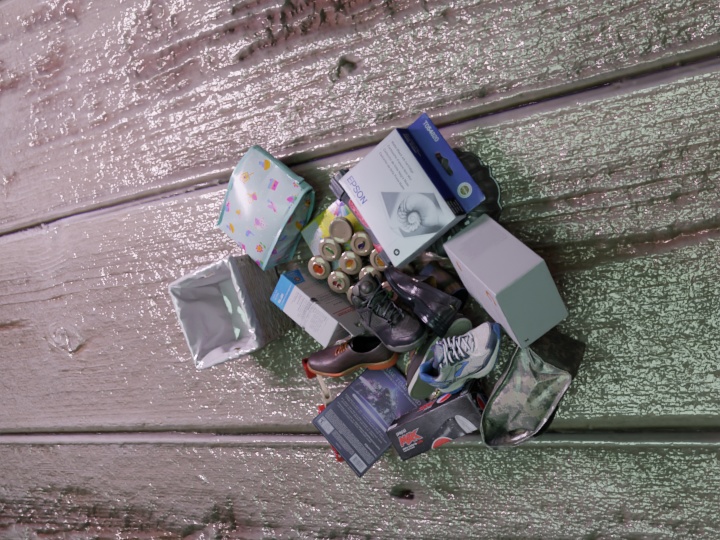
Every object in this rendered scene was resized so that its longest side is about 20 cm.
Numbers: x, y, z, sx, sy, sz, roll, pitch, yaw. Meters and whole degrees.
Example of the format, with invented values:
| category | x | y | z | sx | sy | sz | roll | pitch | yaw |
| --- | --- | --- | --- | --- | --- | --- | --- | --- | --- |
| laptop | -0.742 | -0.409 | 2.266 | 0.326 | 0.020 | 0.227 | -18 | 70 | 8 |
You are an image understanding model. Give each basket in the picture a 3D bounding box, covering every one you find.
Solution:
| category | x | y | z | sx | sy | sz | roll | pitch | yaw |
| --- | --- | --- | --- | --- | --- | --- | --- | --- | --- |
| basket | -0.274 | 0.082 | 1.524 | 0.195 | 0.160 | 0.205 | -21 | 88 | 31 |

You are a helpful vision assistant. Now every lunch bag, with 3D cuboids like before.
| category | x | y | z | sx | sy | sz | roll | pitch | yaw |
| --- | --- | --- | --- | --- | --- | --- | --- | --- | --- |
| lunch bag | -0.190 | -0.136 | 1.460 | 0.169 | 0.121 | 0.203 | 39 | 121 | 19 |
| lunch bag | 0.292 | 0.210 | 1.220 | 0.116 | 0.163 | 0.203 | 32 | 113 | 17 |

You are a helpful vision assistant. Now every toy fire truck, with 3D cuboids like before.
| category | x | y | z | sx | sy | sz | roll | pitch | yaw |
| --- | --- | --- | --- | --- | --- | --- | --- | --- | --- |
| toy fire truck | -0.065 | 0.279 | 1.455 | 0.048 | 0.201 | 0.144 | -18 | 119 | -10 |

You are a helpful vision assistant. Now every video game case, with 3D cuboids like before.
| category | x | y | z | sx | sy | sz | roll | pitch | yaw |
| --- | --- | --- | --- | --- | --- | --- | --- | --- | --- |
| video game case | 0.022 | 0.284 | 1.394 | 0.143 | 0.199 | 0.019 | 45 | 160 | 14 |

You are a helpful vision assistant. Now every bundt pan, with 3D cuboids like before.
| category | x | y | z | sx | sy | sz | roll | pitch | yaw |
| --- | --- | --- | --- | --- | --- | --- | --- | --- | --- |
| bundt pan | 0.156 | -0.119 | 1.290 | 0.197 | 0.075 | 0.208 | 5 | 101 | 28 |

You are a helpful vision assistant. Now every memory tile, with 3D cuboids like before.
| category | x | y | z | sx | sy | sz | roll | pitch | yaw |
| --- | --- | --- | --- | --- | --- | --- | --- | --- | --- |
| memory tile | 0.000 | 0.000 | 1.394 | 0.198 | 0.017 | 0.155 | 35 | 121 | 0 |

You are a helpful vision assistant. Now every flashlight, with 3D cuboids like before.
| category | x | y | z | sx | sy | sz | roll | pitch | yaw |
| --- | --- | --- | --- | --- | --- | --- | --- | --- | --- |
| flashlight | 0.017 | -0.103 | 1.325 | 0.067 | 0.068 | 0.202 | -41 | 79 | 22 |

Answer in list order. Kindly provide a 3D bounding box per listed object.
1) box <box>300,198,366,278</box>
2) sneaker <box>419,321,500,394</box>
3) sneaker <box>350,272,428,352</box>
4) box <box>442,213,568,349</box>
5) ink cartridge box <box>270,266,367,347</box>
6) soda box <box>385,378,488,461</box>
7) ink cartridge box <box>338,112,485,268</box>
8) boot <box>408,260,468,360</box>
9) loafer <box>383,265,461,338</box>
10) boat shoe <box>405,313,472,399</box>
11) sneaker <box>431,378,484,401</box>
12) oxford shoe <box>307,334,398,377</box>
| category | x | y | z | sx | sy | sz | roll | pitch | yaw |
| --- | --- | --- | --- | --- | --- | --- | --- | --- | --- |
| box | -0.019 | -0.088 | 1.413 | 0.199 | 0.048 | 0.119 | -36 | 80 | 31 |
| sneaker | 0.166 | 0.150 | 1.207 | 0.083 | 0.078 | 0.201 | 17 | 137 | -19 |
| sneaker | 0.043 | 0.077 | 1.303 | 0.199 | 0.076 | 0.115 | 32 | 158 | 55 |
| box | 0.237 | 0.013 | 1.170 | 0.096 | 0.201 | 0.125 | -34 | 122 | -1 |
| ink cartridge box | -0.072 | 0.083 | 1.434 | 0.199 | 0.115 | 0.069 | 39 | 115 | 18 |
| soda box | 0.145 | 0.278 | 1.303 | 0.198 | 0.063 | 0.072 | -33 | 91 | 31 |
| ink cartridge box | 0.088 | -0.143 | 1.243 | 0.199 | 0.040 | 0.202 | -39 | 74 | 17 |
| boot | 0.131 | 0.080 | 1.360 | 0.098 | 0.073 | 0.202 | 54 | 129 | 37 |
| loafer | 0.113 | 0.041 | 1.287 | 0.072 | 0.073 | 0.200 | -46 | 45 | 1 |
| boat shoe | 0.138 | 0.150 | 1.309 | 0.204 | 0.070 | 0.061 | -61 | 31 | 30 |
| sneaker | 0.210 | 0.207 | 1.328 | 0.089 | 0.075 | 0.203 | 32 | 118 | 7 |
| oxford shoe | -0.025 | 0.162 | 1.421 | 0.195 | 0.072 | 0.073 | -13 | 135 | 18 |
